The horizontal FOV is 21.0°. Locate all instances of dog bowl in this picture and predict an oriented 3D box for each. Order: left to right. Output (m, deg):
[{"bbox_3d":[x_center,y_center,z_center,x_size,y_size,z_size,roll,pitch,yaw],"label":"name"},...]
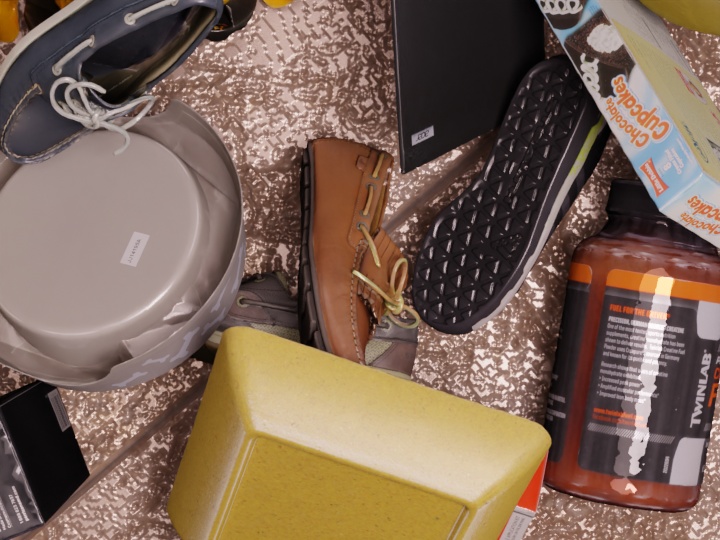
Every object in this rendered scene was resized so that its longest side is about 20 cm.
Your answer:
[{"bbox_3d":[-0.162,-0.015,1.206,0.199,0.059,0.201,-6,64,11],"label":"dog bowl"}]

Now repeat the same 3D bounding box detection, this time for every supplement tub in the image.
[{"bbox_3d":[0.178,0.046,1.225,0.106,0.107,0.201,9,92,-1],"label":"supplement tub"}]

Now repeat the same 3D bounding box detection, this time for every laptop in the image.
[{"bbox_3d":[0.025,-0.184,1.201,0.200,0.177,0.103,43,127,13],"label":"laptop"}]

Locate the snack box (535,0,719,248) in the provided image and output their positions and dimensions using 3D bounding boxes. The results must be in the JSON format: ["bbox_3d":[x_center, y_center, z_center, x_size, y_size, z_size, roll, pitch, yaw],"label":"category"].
[{"bbox_3d":[0.179,-0.100,1.168,0.037,0.116,0.200,-41,51,22],"label":"snack box"}]

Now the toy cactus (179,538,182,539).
[{"bbox_3d":[-0.091,0.268,1.245,0.199,0.102,0.165,27,101,-10],"label":"toy cactus"}]

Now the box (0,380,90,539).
[{"bbox_3d":[-0.253,0.131,1.177,0.141,0.200,0.079,-20,92,1],"label":"box"}]

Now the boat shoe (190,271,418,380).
[{"bbox_3d":[-0.059,0.034,1.245,0.200,0.072,0.066,16,79,2],"label":"boat shoe"}]

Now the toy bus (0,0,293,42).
[{"bbox_3d":[-0.143,-0.246,1.211,0.199,0.136,0.193,-7,72,-11],"label":"toy bus"}]

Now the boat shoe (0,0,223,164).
[{"bbox_3d":[-0.150,-0.118,1.144,0.200,0.075,0.062,-36,54,28],"label":"boat shoe"}]

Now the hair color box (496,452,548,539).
[{"bbox_3d":[0.006,0.131,1.220,0.199,0.111,0.064,18,48,0],"label":"hair color box"}]

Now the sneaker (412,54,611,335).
[{"bbox_3d":[0.110,-0.042,1.233,0.072,0.083,0.200,35,96,29],"label":"sneaker"}]

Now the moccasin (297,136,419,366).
[{"bbox_3d":[0.000,0.001,1.198,0.077,0.202,0.074,2,133,-3],"label":"moccasin"}]

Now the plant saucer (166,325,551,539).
[{"bbox_3d":[-0.011,0.138,1.153,0.199,0.049,0.200,19,136,-3],"label":"plant saucer"}]

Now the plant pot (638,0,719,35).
[{"bbox_3d":[0.225,-0.224,1.187,0.199,0.142,0.201,4,76,-16],"label":"plant pot"}]
